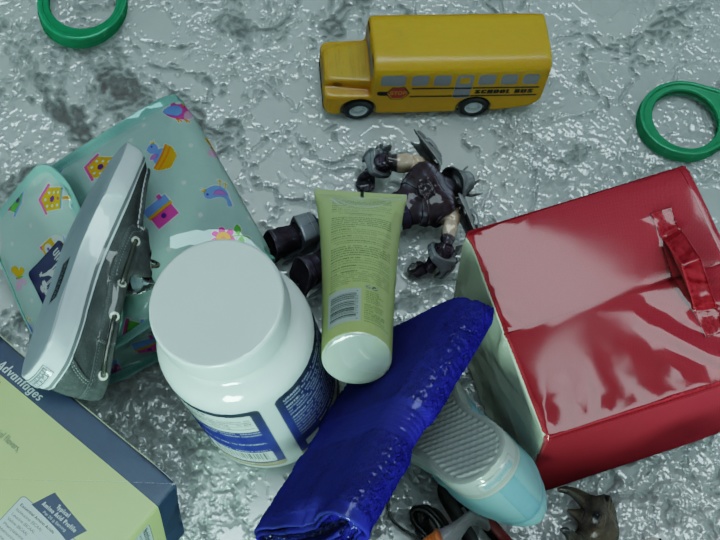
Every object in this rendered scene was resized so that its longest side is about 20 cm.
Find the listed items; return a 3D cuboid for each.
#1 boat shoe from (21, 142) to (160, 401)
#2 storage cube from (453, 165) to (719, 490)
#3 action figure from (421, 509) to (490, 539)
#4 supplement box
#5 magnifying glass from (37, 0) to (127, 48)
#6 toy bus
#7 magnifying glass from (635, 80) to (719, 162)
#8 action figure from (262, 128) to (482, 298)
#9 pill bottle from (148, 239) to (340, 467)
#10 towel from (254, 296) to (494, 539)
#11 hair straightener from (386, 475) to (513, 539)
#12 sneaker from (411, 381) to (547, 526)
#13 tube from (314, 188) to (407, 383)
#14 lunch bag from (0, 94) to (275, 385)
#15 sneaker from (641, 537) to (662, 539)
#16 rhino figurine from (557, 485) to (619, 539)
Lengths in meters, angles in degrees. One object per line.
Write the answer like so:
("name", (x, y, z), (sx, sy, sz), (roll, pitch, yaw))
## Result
("boat shoe", (-0.179, 0.002, 0.917), (0.066, 0.070, 0.201), (29, 52, -23))
("storage cube", (0.183, 0.051, 0.984), (0.179, 0.200, 0.172), (-17, 68, -7))
("action figure", (0.001, 0.213, 0.932), (0.192, 0.105, 0.201), (-10, 61, 4))
("supplement box", (-0.263, 0.184, 0.906), (0.200, 0.134, 0.200), (37, 67, 12))
("magnifying glass", (-0.240, -0.293, 1.193), (0.079, 0.022, 0.201), (15, 67, 2))
("toy bus", (0.064, -0.185, 1.146), (0.198, 0.078, 0.066), (-2, 65, -7))
("magnifying glass", (0.353, -0.144, 1.190), (0.199, 0.022, 0.080), (-8, 65, -7))
("action figure", (0.018, -0.044, 1.084), (0.199, 0.070, 0.130), (-24, 62, -20))
("pill bottle", (-0.083, 0.063, 0.937), (0.115, 0.200, 0.116), (-3, 64, 6))
("towel", (0.015, 0.115, 0.910), (0.050, 0.147, 0.200), (41, 59, -13))
("hair straightener", (0.082, 0.217, 0.978), (0.077, 0.041, 0.200), (-32, 71, -19))
("sneaker", (0.077, 0.139, 0.961), (0.074, 0.200, 0.082), (-41, 112, 0))
("tube", (0.000, 0.000, 0.975), (0.058, 0.052, 0.201), (37, 31, -27))
("lunch bag", (-0.186, -0.014, 1.020), (0.199, 0.122, 0.171), (-28, 73, -5))
("sneaker", (0.152, 0.290, 0.896), (0.145, 0.081, 0.202), (-5, 92, 17))
("rhino figurine", (0.206, 0.248, 0.966), (0.087, 0.060, 0.201), (-25, 68, -18))
